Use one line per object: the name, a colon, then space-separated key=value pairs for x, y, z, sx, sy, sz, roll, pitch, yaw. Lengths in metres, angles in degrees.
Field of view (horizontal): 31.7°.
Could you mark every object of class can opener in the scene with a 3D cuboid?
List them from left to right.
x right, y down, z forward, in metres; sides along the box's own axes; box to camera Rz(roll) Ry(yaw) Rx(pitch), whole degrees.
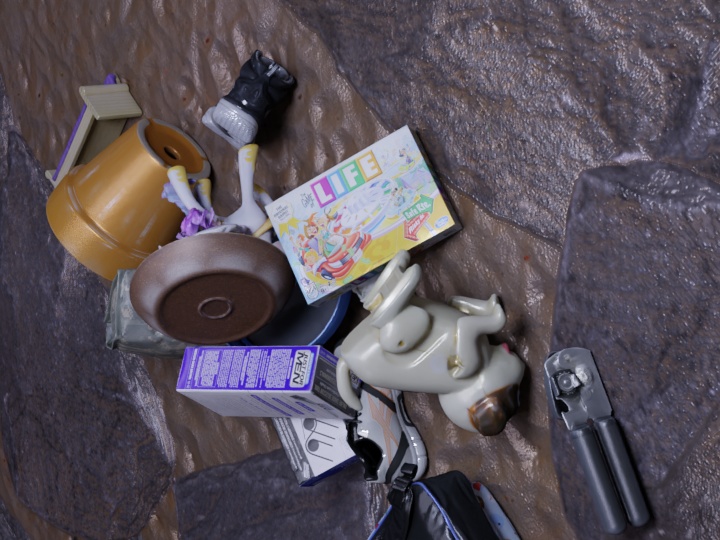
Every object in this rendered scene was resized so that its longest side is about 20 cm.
can opener: x=0.245 y=0.178 z=1.338 sx=0.067 sy=0.053 sz=0.200 roll=120 pitch=132 yaw=-78

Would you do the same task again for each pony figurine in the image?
pony figurine: x=-0.169 y=-0.046 z=1.569 sx=0.167 sy=0.193 sz=0.200 roll=101 pitch=146 yaw=-56

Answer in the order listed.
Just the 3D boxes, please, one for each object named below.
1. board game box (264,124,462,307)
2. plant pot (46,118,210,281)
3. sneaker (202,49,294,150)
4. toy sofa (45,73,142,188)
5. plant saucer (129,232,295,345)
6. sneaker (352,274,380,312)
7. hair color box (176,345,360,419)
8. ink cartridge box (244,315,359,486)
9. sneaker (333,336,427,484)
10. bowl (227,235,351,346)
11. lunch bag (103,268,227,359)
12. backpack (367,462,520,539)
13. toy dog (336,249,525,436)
board game box: x=0.002 y=-0.062 z=1.485 sx=0.200 sy=0.034 sz=0.135 roll=-29 pitch=74 yaw=14
plant pot: x=-0.316 y=-0.111 z=1.810 sx=0.183 sy=0.200 sz=0.200 roll=-48 pitch=62 yaw=26
sneaker: x=-0.143 y=-0.223 z=1.663 sx=0.114 sy=0.075 sz=0.200 roll=-54 pitch=11 yaw=-6
toy sofa: x=-0.425 y=-0.210 z=1.979 sx=0.098 sy=0.083 sz=0.200 roll=56 pitch=134 yaw=23
plant saucer: x=-0.174 y=0.033 z=1.513 sx=0.200 sy=0.200 sz=0.037 roll=-54 pitch=37 yaw=41
sneaker: x=0.000 y=0.000 z=1.544 sx=0.070 sy=0.080 sz=0.200 roll=-40 pitch=70 yaw=44
hair color box: x=-0.112 y=0.138 z=1.559 sx=0.200 sy=0.109 sz=0.065 roll=-1 pitch=67 yaw=30
ink cartridge box: x=-0.072 y=0.168 z=1.633 sx=0.094 sy=0.044 sz=0.200 roll=-31 pitch=70 yaw=17
sneaker: x=0.011 y=0.172 z=1.570 sx=0.074 sy=0.080 sz=0.200 roll=-47 pitch=62 yaw=45
bowl: x=-0.100 y=0.022 z=1.628 sx=0.200 sy=0.039 sz=0.201 roll=-8 pitch=72 yaw=26
lunch bag: x=-0.268 y=0.067 z=1.764 sx=0.200 sy=0.164 sz=0.118 roll=139 pitch=133 yaw=-69
backpack: x=0.091 y=0.344 z=1.462 sx=0.191 sy=0.154 sz=0.200 roll=-50 pitch=55 yaw=33
toy dog: x=0.091 y=0.101 z=1.394 sx=0.194 sy=0.200 sz=0.140 roll=-57 pitch=10 yaw=-3
